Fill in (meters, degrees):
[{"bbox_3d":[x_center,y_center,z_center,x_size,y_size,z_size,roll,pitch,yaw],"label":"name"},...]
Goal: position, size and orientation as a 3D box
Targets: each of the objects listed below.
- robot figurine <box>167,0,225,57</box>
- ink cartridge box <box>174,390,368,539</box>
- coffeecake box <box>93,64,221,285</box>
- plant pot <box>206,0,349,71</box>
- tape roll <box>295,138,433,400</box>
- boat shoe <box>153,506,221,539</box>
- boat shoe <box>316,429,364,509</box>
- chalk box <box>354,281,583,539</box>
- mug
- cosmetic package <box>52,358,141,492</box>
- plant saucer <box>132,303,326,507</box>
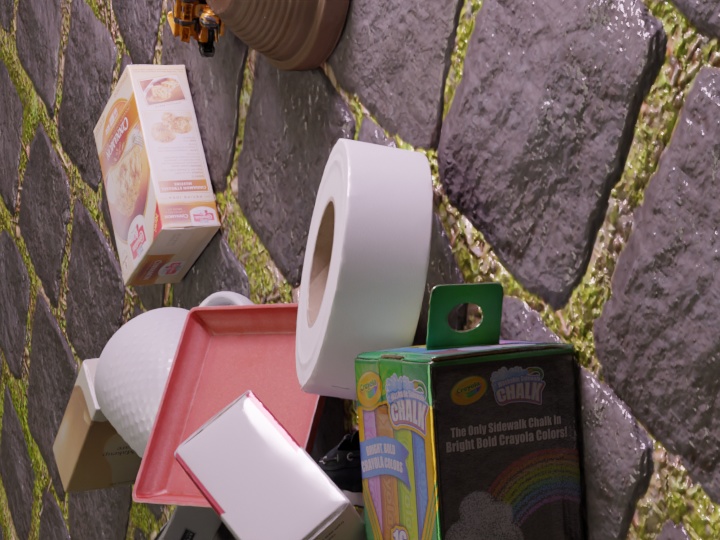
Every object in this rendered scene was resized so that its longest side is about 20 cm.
[{"bbox_3d":[-0.168,-0.311,1.639,0.146,0.058,0.201,101,165,-45],"label":"robot figurine"},{"bbox_3d":[-0.047,0.209,1.279,0.148,0.085,0.200,43,169,38],"label":"ink cartridge box"},{"bbox_3d":[-0.232,-0.106,1.821,0.154,0.072,0.202,-46,54,55],"label":"coffeecake box"},{"bbox_3d":[-0.089,-0.286,1.484,0.200,0.092,0.203,12,104,63],"label":"plant pot"},{"bbox_3d":[0.000,0.000,1.294,0.202,0.070,0.205,-170,90,-80],"label":"tape roll"},{"bbox_3d":[-0.212,0.324,1.752,0.068,0.071,0.201,-58,4,49],"label":"boat shoe"},{"bbox_3d":[0.006,0.169,1.383,0.199,0.074,0.067,167,120,-77],"label":"boat shoe"},{"bbox_3d":[0.076,0.111,1.169,0.124,0.123,0.202,-4,89,64],"label":"chalk box"},{"bbox_3d":[-0.161,0.117,1.650,0.175,0.147,0.201,37,102,51],"label":"mug"},{"bbox_3d":[-0.304,0.188,1.977,0.201,0.104,0.072,117,140,-48],"label":"cosmetic package"},{"bbox_3d":[-0.106,0.130,1.501,0.198,0.037,0.202,-3,62,39],"label":"plant saucer"}]
